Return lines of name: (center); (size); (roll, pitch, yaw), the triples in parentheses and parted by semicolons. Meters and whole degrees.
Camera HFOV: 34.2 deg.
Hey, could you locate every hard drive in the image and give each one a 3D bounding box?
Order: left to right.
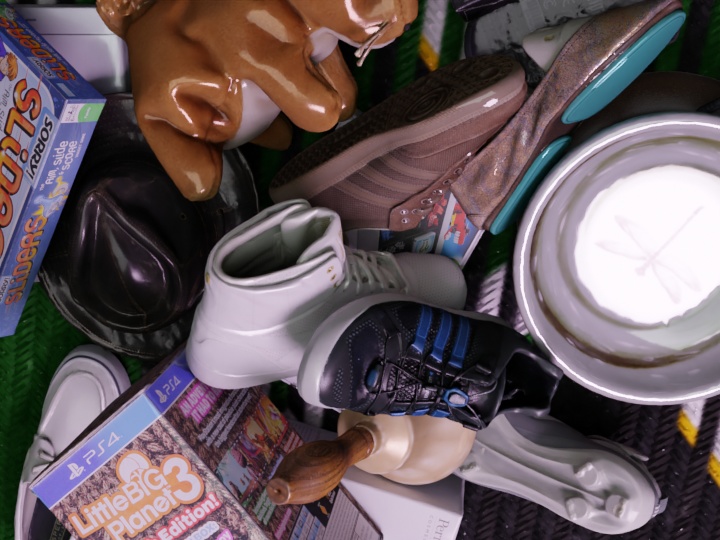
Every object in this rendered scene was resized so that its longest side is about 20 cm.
hard drive: (-0.228, -0.090, 0.853); (0.131, 0.027, 0.202); (2, 107, 7)

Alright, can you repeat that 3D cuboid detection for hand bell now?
hand bell: (-0.005, 0.110, 0.743); (0.103, 0.200, 0.105); (3, 97, 24)

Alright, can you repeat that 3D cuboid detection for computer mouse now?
computer mouse: (0.177, -0.146, 0.766); (0.199, 0.046, 0.141); (-24, 98, 18)

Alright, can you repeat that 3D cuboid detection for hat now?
hat: (-0.161, -0.018, 0.807); (0.199, 0.081, 0.202); (3, 108, 10)

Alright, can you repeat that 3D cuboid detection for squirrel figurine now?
squirrel figurine: (-0.064, -0.178, 0.736); (0.186, 0.141, 0.201); (-37, 87, 30)

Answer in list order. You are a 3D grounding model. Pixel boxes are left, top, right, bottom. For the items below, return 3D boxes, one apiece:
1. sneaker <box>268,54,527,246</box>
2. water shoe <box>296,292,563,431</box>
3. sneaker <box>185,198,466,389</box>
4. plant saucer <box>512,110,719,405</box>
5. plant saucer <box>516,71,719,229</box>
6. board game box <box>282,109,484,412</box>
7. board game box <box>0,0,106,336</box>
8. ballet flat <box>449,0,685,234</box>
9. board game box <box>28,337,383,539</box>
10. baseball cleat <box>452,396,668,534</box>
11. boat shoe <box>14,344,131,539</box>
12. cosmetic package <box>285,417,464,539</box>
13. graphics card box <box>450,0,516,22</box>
sneaker: (0.034, -0.071, 0.757); (0.199, 0.071, 0.076); (-22, 119, 35)
water shoe: (0.051, 0.059, 0.719); (0.079, 0.199, 0.072); (29, 111, 41)
sneaker: (-0.007, 0.006, 0.731); (0.199, 0.074, 0.116); (-15, 146, -25)
plant saucer: (0.199, -0.011, 0.769); (0.198, 0.050, 0.202); (1, 112, 3)
plant saucer: (0.208, -0.034, 0.809); (0.198, 0.032, 0.202); (2, 108, 6)
board game box: (0.000, 0.000, 0.844); (0.126, 0.035, 0.201); (29, 108, -1)
board game box: (-0.257, -0.071, 0.803); (0.135, 0.034, 0.201); (42, 120, 25)
ballet flat: (0.116, -0.109, 0.733); (0.067, 0.068, 0.200); (49, 123, 16)
board game box: (-0.089, 0.157, 0.756); (0.097, 0.159, 0.200); (-39, 94, 12)
baseball cleat: (0.125, 0.133, 0.850); (0.199, 0.106, 0.070); (29, 100, 30)
boat shoe: (-0.230, 0.157, 0.905); (0.071, 0.066, 0.201); (22, 108, 1)
cosmetic package: (-0.029, 0.186, 0.879); (0.198, 0.081, 0.114); (15, 105, 4)
graphics card box: (0.082, -0.272, 0.722); (0.125, 0.051, 0.201); (-23, 86, 13)
